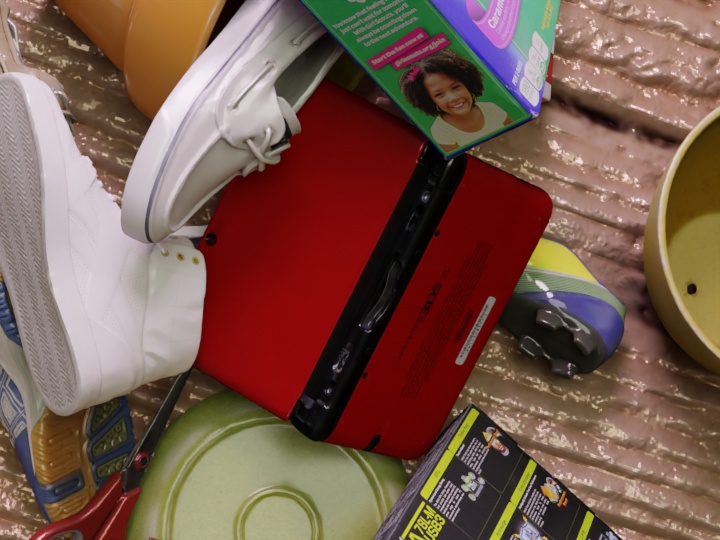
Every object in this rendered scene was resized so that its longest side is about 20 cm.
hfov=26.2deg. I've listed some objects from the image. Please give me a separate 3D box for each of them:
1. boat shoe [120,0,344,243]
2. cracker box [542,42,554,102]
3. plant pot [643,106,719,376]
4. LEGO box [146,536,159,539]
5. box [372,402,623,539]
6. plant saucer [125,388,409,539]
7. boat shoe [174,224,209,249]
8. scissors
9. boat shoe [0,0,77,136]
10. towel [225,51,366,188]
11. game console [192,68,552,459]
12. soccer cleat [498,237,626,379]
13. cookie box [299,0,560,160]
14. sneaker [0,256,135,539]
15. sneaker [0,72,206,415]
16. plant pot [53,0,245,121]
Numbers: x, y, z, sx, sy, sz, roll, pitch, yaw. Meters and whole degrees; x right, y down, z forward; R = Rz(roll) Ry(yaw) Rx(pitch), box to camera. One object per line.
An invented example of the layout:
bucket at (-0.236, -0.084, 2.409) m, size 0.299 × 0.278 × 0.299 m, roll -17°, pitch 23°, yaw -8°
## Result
boat shoe at (-0.066, -0.093, 0.914) m, size 0.065 × 0.072 × 0.201 m, roll 28°, pitch 68°, yaw 15°
cracker box at (0.080, -0.227, 1.072) m, size 0.133 × 0.057 × 0.202 m, roll 19°, pitch 72°, yaw -45°
plant pot at (0.271, -0.006, 1.048) m, size 0.198 × 0.142 × 0.202 m, roll 2°, pitch 78°, yaw -10°
LEGO box at (-0.062, 0.271, 0.944) m, size 0.198 × 0.077 × 0.150 m, roll 20°, pitch 95°, yaw -5°
box at (0.100, 0.202, 0.964) m, size 0.193 × 0.048 × 0.200 m, roll 40°, pitch 32°, yaw 1°
plant saucer at (-0.056, 0.171, 1.012) m, size 0.198 × 0.031 × 0.202 m, roll 2°, pitch 78°, yaw -9°
boat shoe at (-0.093, -0.002, 1.020) m, size 0.198 × 0.074 × 0.061 m, roll -1°, pitch 78°, yaw -7°
scissors at (-0.145, 0.134, 0.989) m, size 0.201 × 0.014 × 0.073 m, roll -53°, pitch 131°, yaw -21°
boat shoe at (-0.220, -0.100, 1.005) m, size 0.068 × 0.075 × 0.201 m, roll -30°, pitch 72°, yaw -14°
towel at (-0.029, -0.131, 1.038) m, size 0.018 × 0.086 × 0.200 m, roll 26°, pitch 61°, yaw 25°
game console at (0.000, 0.000, 0.996) m, size 0.172 × 0.118 × 0.201 m, roll 18°, pitch 102°, yaw -47°
soccer cleat at (0.097, -0.007, 1.070) m, size 0.200 × 0.065 × 0.084 m, roll 39°, pitch 45°, yaw 4°
cookie box at (0.030, -0.196, 0.905) m, size 0.200 × 0.075 × 0.172 m, roll 43°, pitch 42°, yaw -27°
sneaker at (-0.207, 0.073, 0.993) m, size 0.075 × 0.088 × 0.202 m, roll -21°, pitch 103°, yaw -43°
sneaker at (-0.158, -0.024, 0.939) m, size 0.115 × 0.073 × 0.202 m, roll -15°, pitch 94°, yaw -44°
plant pot at (-0.122, -0.207, 1.009) m, size 0.182 × 0.200 × 0.201 m, roll 33°, pitch 74°, yaw 14°
